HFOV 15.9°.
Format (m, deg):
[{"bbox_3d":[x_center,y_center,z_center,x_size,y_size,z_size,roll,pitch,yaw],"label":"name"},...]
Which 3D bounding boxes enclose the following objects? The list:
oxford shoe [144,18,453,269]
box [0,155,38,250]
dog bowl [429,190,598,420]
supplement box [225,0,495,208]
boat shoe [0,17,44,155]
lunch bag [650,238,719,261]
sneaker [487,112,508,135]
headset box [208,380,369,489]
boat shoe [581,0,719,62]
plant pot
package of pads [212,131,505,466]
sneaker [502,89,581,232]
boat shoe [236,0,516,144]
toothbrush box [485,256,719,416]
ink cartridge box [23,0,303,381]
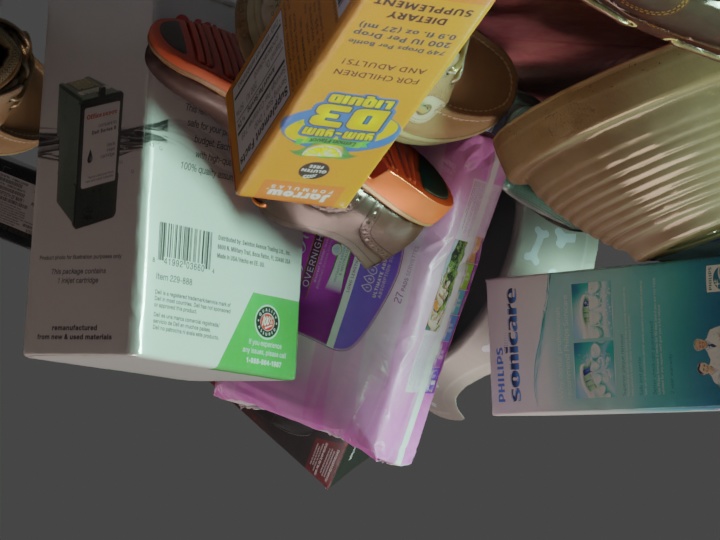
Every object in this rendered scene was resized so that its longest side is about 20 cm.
[{"bbox_3d":[-0.043,-0.062,1.369,0.200,0.071,0.073,33,113,-28],"label":"oxford shoe"},{"bbox_3d":[-0.244,-0.054,1.660,0.199,0.051,0.158,21,179,22],"label":"box"},{"bbox_3d":[0.070,-0.004,1.719,0.058,0.201,0.200,23,160,-33],"label":"dog bowl"},{"bbox_3d":[0.000,-0.107,1.205,0.066,0.069,0.200,6,150,-21],"label":"supplement box"},{"bbox_3d":[-0.214,-0.108,1.437,0.064,0.072,0.200,-2,170,25],"label":"boat shoe"},{"bbox_3d":[0.282,-0.059,1.564,0.169,0.128,0.200,-3,-179,35],"label":"lunch bag"},{"bbox_3d":[0.003,-0.089,1.555,0.078,0.066,0.200,7,170,-41],"label":"sneaker"},{"bbox_3d":[-0.038,0.032,1.660,0.077,0.200,0.149,-36,161,-36],"label":"headset box"},{"bbox_3d":[0.174,-0.134,1.224,0.199,0.071,0.070,19,155,-39],"label":"boat shoe"},{"bbox_3d":[0.180,-0.065,1.395,0.200,0.093,0.201,-21,173,-3],"label":"plant pot"},{"bbox_3d":[0.000,0.000,1.482,0.120,0.201,0.076,19,-176,23],"label":"package of pads"},{"bbox_3d":[0.156,-0.054,1.593,0.199,0.075,0.116,5,-155,-24],"label":"sneaker"},{"bbox_3d":[0.024,-0.112,1.343,0.064,0.072,0.199,-15,165,39],"label":"boat shoe"},{"bbox_3d":[0.191,0.039,1.476,0.146,0.086,0.199,0,175,-40],"label":"toothbrush box"},{"bbox_3d":[-0.102,-0.045,1.417,0.084,0.201,0.146,-1,171,35],"label":"ink cartridge box"}]
